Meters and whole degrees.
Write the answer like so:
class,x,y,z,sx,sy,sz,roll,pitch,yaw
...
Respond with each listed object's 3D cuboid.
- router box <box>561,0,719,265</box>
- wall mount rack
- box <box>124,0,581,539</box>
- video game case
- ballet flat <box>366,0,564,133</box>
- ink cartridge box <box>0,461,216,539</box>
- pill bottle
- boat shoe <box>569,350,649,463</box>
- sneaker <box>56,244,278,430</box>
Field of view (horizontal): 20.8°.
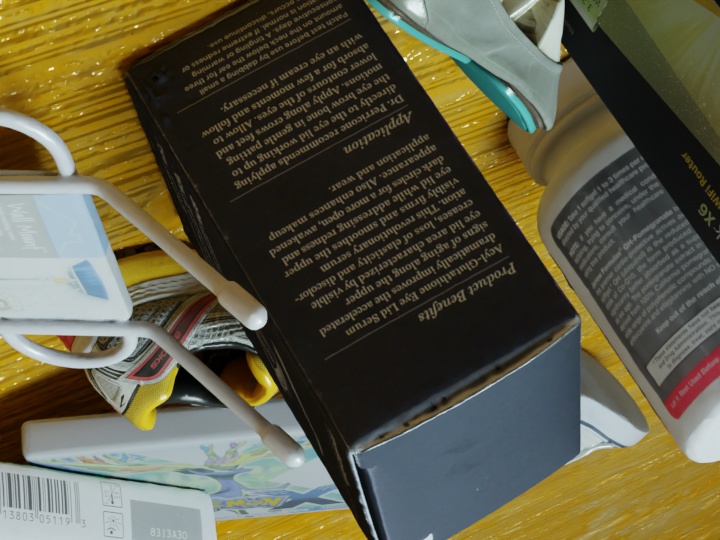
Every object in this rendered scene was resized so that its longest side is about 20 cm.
class,x,y,z,sx,sy,sz,roll,pitch,yaw
router box,0.170,-0.103,0.833,0.052,0.200,0.158,-15,150,-33
wall mount rack,-0.111,0.018,0.797,0.173,0.075,0.200,2,149,8
box,0.000,0.000,0.824,0.104,0.200,0.148,-29,156,-8
video game case,-0.066,0.104,1.047,0.199,0.022,0.182,-5,160,0
ballet flat,0.058,-0.112,0.852,0.064,0.067,0.200,-47,155,8
ink cartridge box,-0.200,0.154,1.046,0.199,0.050,0.160,-22,155,39
pill bottle,0.158,-0.014,0.989,0.110,0.201,0.111,-26,156,-13
boat shoe,0.119,0.100,1.315,0.086,0.075,0.202,-41,152,19
sneaker,-0.051,0.030,0.968,0.199,0.082,0.078,-16,151,-34
